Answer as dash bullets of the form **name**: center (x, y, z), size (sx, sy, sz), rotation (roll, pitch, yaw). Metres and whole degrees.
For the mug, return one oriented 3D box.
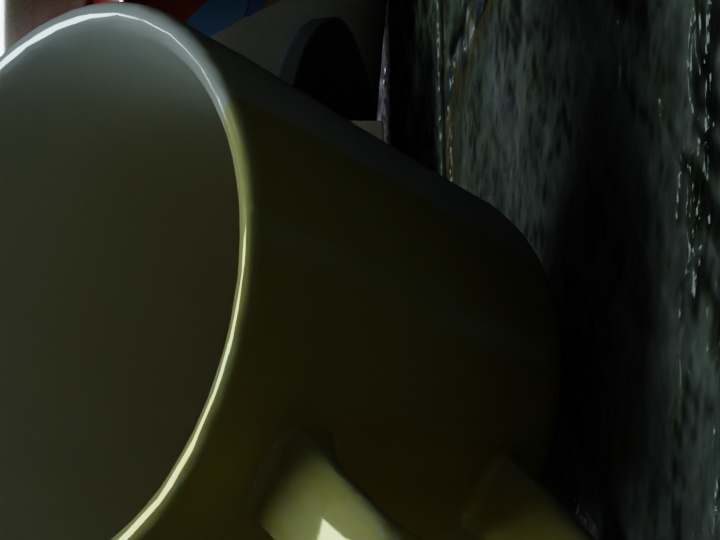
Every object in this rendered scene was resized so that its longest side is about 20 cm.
- **mug**: center (-0.021, 0.038, 0.703), size (0.149, 0.153, 0.187), rotation (-34, 55, 34)

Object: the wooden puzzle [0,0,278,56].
- **wooden puzzle**: center (-0.011, -0.112, 0.701), size (0.037, 0.184, 0.200), rotation (59, 164, 8)

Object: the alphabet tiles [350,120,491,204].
- **alphabet tiles**: center (-0.037, 0.032, 0.810), size (0.006, 0.165, 0.201), rotation (96, 172, -53)

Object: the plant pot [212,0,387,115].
- **plant pot**: center (-0.070, -0.058, 1.091), size (0.200, 0.199, 0.184), rotation (121, 162, -74)

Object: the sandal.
- **sandal**: center (0.000, 0.000, 0.976), size (0.075, 0.045, 0.201), rotation (35, -132, -53)
